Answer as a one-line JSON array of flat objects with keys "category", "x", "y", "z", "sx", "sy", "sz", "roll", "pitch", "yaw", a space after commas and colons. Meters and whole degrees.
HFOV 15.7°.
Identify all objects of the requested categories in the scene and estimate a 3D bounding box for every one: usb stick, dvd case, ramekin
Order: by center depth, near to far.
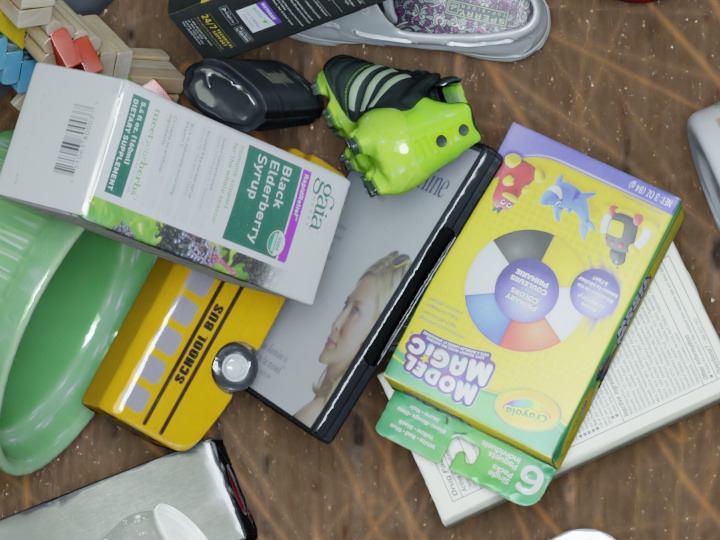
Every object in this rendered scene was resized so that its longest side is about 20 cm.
[{"category": "usb stick", "x": -0.062, "y": -0.106, "z": 1.564, "sx": 0.055, "sy": 0.200, "sz": 0.033, "roll": 31, "pitch": 98, "yaw": 6}, {"category": "ramekin", "x": -0.204, "y": 0.013, "z": 1.570, "sx": 0.097, "sy": 0.200, "sz": 0.201, "roll": 26, "pitch": 87, "yaw": 14}, {"category": "dvd case", "x": 0.000, "y": 0.000, "z": 1.586, "sx": 0.018, "sy": 0.143, "sz": 0.201, "roll": 33, "pitch": 87, "yaw": -27}]

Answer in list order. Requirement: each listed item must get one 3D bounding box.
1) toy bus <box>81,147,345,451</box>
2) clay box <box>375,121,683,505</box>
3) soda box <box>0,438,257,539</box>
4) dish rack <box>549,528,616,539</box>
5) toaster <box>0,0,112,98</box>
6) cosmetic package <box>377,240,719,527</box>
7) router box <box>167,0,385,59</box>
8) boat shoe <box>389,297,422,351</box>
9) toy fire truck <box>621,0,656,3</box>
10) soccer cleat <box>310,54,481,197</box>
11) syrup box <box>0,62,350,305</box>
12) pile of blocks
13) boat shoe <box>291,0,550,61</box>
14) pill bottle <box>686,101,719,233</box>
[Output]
[{"category": "toy bus", "x": -0.088, "y": 0.013, "z": 1.602, "sx": 0.078, "sy": 0.065, "sz": 0.201, "roll": 31, "pitch": 80, "yaw": -18}, {"category": "clay box", "x": 0.097, "y": 0.027, "z": 1.542, "sx": 0.114, "sy": 0.048, "sz": 0.201, "roll": 25, "pitch": 80, "yaw": 14}, {"category": "soda box", "x": -0.168, "y": 0.171, "z": 1.614, "sx": 0.199, "sy": 0.063, "sz": 0.071, "roll": -22, "pitch": 83, "yaw": 3}, {"category": "dish rack", "x": 0.121, "y": 0.275, "z": 1.589, "sx": 0.171, "sy": 0.044, "sz": 0.201, "roll": -27, "pitch": 83, "yaw": 2}, {"category": "toaster", "x": -0.273, "y": -0.192, "z": 1.632, "sx": 0.200, "sy": 0.119, "sz": 0.181, "roll": -41, "pitch": 82, "yaw": -1}, {"category": "cosmetic package", "x": 0.121, "y": 0.071, "z": 1.595, "sx": 0.199, "sy": 0.073, "sz": 0.104, "roll": -24, "pitch": 82, "yaw": 2}, {"category": "router box", "x": -0.033, "y": -0.234, "z": 1.578, "sx": 0.156, "sy": 0.052, "sz": 0.201, "roll": -18, "pitch": 47, "yaw": 21}, {"category": "boat shoe", "x": 0.081, "y": -0.010, "z": 1.612, "sx": 0.199, "sy": 0.062, "sz": 0.072, "roll": -25, "pitch": 83, "yaw": 3}, {"category": "toy fire truck", "x": 0.122, "y": -0.237, "z": 1.615, "sx": 0.199, "sy": 0.129, "sz": 0.177, "roll": -30, "pitch": 79, "yaw": 17}, {"category": "soccer cleat", "x": 0.023, "y": -0.093, "z": 1.568, "sx": 0.081, "sy": 0.200, "sz": 0.068, "roll": -23, "pitch": 110, "yaw": -4}, {"category": "syrup box", "x": -0.102, "y": -0.047, "z": 1.475, "sx": 0.081, "sy": 0.200, "sz": 0.079, "roll": 14, "pitch": 84, "yaw": 42}, {"category": "pile of blocks", "x": -0.176, "y": -0.119, "z": 1.573, "sx": 0.082, "sy": 0.200, "sz": 0.062, "roll": -50, "pitch": 51, "yaw": 6}, {"category": "boat shoe", "x": 0.020, "y": -0.170, "z": 1.630, "sx": 0.199, "sy": 0.069, "sz": 0.072, "roll": 16, "pitch": 86, "yaw": 6}, {"category": "pill bottle", "x": 0.309, "y": -0.073, "z": 1.572, "sx": 0.199, "sy": 0.120, "sz": 0.120, "roll": -22, "pitch": 83, "yaw": 2}]
